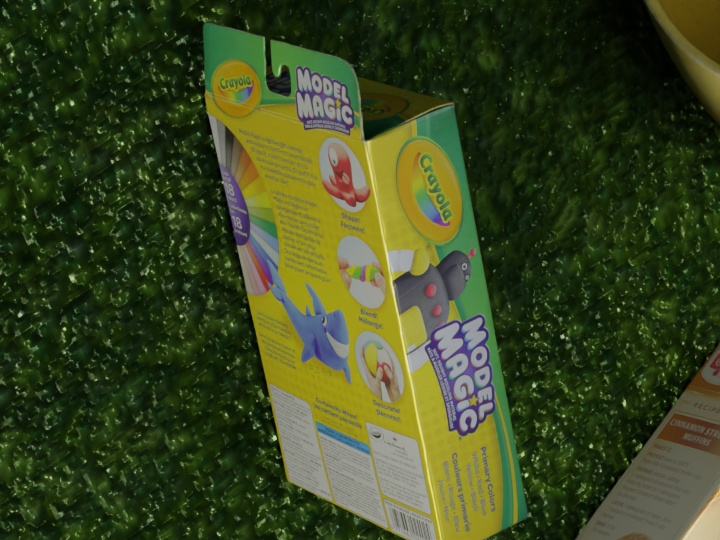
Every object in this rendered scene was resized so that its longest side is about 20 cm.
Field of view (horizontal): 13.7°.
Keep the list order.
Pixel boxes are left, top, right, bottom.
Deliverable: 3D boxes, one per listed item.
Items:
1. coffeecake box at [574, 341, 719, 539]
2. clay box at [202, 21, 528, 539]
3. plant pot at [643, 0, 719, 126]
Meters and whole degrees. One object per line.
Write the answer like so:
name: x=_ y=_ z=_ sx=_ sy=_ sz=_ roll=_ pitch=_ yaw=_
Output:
coffeecake box: x=0.168 y=0.158 z=1.322 sx=0.154 sy=0.073 sz=0.200 roll=43 pitch=76 yaw=-25
clay box: x=0.000 y=0.000 z=1.153 sx=0.048 sy=0.115 sz=0.200 roll=-22 pitch=114 yaw=-29
plant pot: x=0.221 y=-0.103 z=1.251 sx=0.200 sy=0.200 sz=0.142 roll=-43 pitch=146 yaw=-18
